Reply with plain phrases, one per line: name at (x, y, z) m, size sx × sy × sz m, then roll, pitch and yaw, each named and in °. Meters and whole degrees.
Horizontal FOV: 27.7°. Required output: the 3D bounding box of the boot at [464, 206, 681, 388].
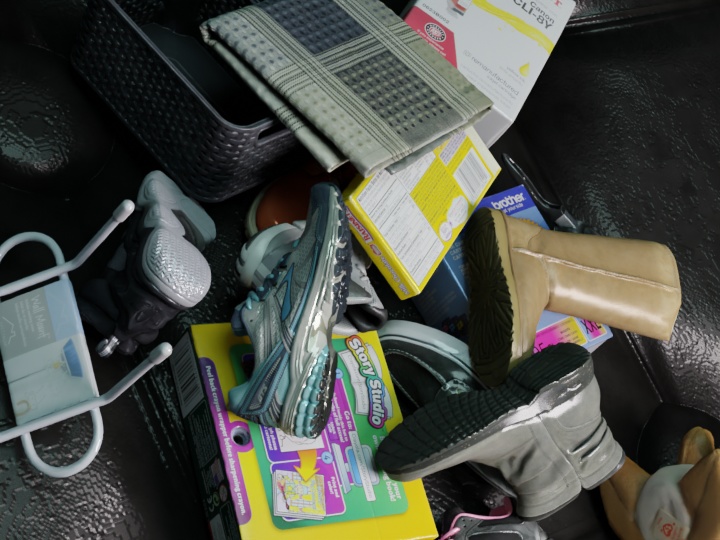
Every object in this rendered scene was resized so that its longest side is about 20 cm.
boot at (0.193, 0.033, 1.276) m, size 0.199 × 0.066 × 0.176 m, roll 13°, pitch 61°, yaw -25°

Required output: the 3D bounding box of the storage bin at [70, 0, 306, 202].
storage bin at (-0.137, -0.171, 1.257) m, size 0.200 × 0.094 × 0.135 m, roll 46°, pitch 46°, yaw 17°

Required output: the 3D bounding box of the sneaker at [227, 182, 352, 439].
sneaker at (-0.057, 0.025, 1.125) m, size 0.086 × 0.078 × 0.201 m, roll 8°, pitch 76°, yaw 7°

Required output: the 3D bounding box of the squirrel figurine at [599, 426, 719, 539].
squirrel figurine at (0.335, 0.238, 1.312) m, size 0.186 × 0.141 × 0.201 m, roll -1°, pitch 78°, yaw -41°

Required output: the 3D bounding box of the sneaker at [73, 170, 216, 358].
sneaker at (-0.179, -0.003, 1.175) m, size 0.075 × 0.114 × 0.200 m, roll 42°, pitch 14°, yaw -22°

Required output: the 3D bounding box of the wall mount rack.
wall mount rack at (-0.221, 0.043, 1.080) m, size 0.173 × 0.075 × 0.201 m, roll -21°, pitch 69°, yaw 7°

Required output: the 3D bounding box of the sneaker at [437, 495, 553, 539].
sneaker at (0.082, 0.243, 1.189) m, size 0.200 × 0.079 × 0.096 m, roll -18°, pitch 67°, yaw -43°

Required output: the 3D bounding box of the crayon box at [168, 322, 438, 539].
crayon box at (-0.047, 0.139, 1.178) m, size 0.172 × 0.058 × 0.201 m, roll -1°, pitch 63°, yaw -32°

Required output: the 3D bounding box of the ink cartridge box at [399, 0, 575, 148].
ink cartridge box at (0.111, -0.231, 1.463) m, size 0.145 × 0.083 × 0.200 m, roll 36°, pitch 52°, yaw -7°

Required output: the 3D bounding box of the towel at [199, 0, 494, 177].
towel at (-0.008, -0.164, 1.238) m, size 0.200 × 0.035 × 0.192 m, roll 43°, pitch 42°, yaw 16°

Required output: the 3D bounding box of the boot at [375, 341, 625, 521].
boot at (0.120, 0.155, 1.182) m, size 0.199 × 0.068 × 0.131 m, roll -25°, pitch 117°, yaw -10°

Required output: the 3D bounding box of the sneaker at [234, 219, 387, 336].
sneaker at (0.000, 0.000, 1.231) m, size 0.200 × 0.075 × 0.116 m, roll -25°, pitch 59°, yaw -35°

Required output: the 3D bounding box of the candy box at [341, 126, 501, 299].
candy box at (0.053, -0.073, 1.252) m, size 0.102 × 0.026 × 0.200 m, roll 52°, pitch 42°, yaw -15°

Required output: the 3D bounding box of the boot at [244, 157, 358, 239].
boot at (-0.018, -0.083, 1.293) m, size 0.075 × 0.107 × 0.200 m, roll 50°, pitch 53°, yaw 3°

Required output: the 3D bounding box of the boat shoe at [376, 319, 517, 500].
boat shoe at (0.087, 0.121, 1.250) m, size 0.200 × 0.072 × 0.071 m, roll 36°, pitch 48°, yaw -1°

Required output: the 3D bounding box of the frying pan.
frying pan at (0.207, -0.035, 1.410) m, size 0.115 × 0.031 × 0.191 m, roll -9°, pitch 71°, yaw -64°

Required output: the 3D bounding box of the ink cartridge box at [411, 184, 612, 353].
ink cartridge box at (0.119, 0.009, 1.337) m, size 0.136 × 0.076 × 0.200 m, roll -21°, pitch 74°, yaw -36°
